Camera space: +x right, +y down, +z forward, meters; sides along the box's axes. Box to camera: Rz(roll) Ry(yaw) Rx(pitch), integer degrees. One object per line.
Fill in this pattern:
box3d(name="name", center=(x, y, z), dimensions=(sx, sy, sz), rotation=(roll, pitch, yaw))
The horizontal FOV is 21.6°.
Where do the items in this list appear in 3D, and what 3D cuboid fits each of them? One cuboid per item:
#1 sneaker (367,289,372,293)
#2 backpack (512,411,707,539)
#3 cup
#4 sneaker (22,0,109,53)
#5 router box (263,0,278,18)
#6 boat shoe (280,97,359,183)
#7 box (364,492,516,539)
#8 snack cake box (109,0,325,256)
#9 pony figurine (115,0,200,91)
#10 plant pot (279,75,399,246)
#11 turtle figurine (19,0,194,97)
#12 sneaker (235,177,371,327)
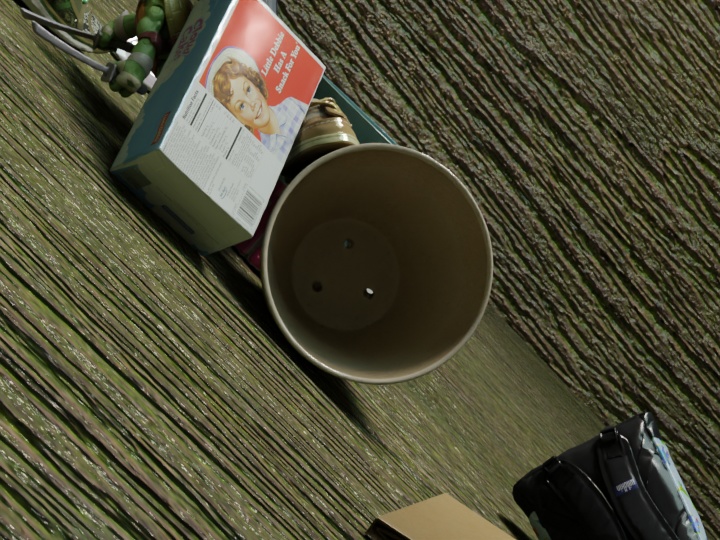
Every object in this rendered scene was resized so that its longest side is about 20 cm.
box3d(name="sneaker", center=(0.003, 0.027, 1.892), dimensions=(0.070, 0.080, 0.200), rotation=(46, 4, 14))
box3d(name="backpack", center=(0.263, 0.269, 1.819), dimensions=(0.201, 0.163, 0.154), rotation=(58, -3, 33))
box3d(name="cup", center=(0.000, 0.000, 1.635), dimensions=(0.200, 0.200, 0.143), rotation=(46, -13, -6))
box3d(name="sneaker", center=(-0.288, -0.284, 1.814), dimensions=(0.200, 0.089, 0.077), rotation=(42, 7, -44))
box3d(name="router box", center=(-0.103, -0.204, 1.740), dimensions=(0.157, 0.052, 0.201), rotation=(-99, -170, -68))
box3d(name="boat shoe", center=(-0.043, -0.119, 1.671), dimensions=(0.200, 0.073, 0.067), rotation=(154, -72, -80))
box3d(name="box", center=(0.098, 0.217, 1.342), dimensions=(0.163, 0.021, 0.200), rotation=(33, 8, 15))
box3d(name="snack cake box", center=(-0.115, -0.128, 1.571), dimensions=(0.115, 0.067, 0.201), rotation=(43, 50, -27))
box3d(name="pony figurine", center=(-0.168, -0.224, 2.112), dimensions=(0.194, 0.166, 0.200), rotation=(55, -9, 1))
box3d(name="plant pot", center=(-0.028, -0.082, 1.956), dimensions=(0.201, 0.161, 0.201), rotation=(44, 4, -4))
box3d(name="turtle figurine", center=(-0.213, -0.178, 1.730), dimensions=(0.144, 0.199, 0.195), rotation=(4, -59, 55))
box3d(name="sneaker", center=(-0.058, -0.013, 1.764), dimensions=(0.200, 0.074, 0.087), rotation=(49, 2, 9))
